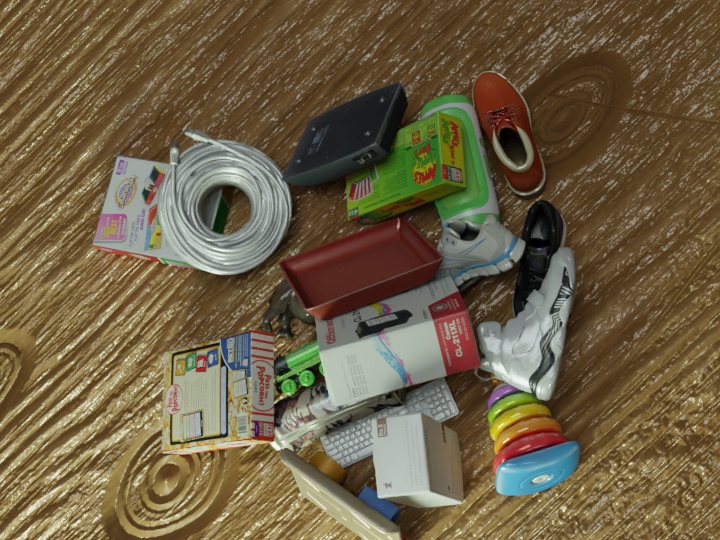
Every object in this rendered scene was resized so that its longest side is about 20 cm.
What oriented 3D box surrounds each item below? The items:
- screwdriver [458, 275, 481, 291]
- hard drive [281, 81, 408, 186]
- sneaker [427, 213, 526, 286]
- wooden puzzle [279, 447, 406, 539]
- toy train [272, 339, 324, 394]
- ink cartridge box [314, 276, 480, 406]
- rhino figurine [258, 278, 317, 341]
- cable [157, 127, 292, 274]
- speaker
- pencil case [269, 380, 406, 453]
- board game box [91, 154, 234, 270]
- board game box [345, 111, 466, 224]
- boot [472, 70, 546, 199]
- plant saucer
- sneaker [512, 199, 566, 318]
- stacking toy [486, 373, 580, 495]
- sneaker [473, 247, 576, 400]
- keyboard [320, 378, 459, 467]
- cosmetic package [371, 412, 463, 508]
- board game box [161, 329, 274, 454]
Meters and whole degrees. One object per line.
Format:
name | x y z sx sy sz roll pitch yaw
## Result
screwdriver | 0.147 0.022 1.619 0.199 0.029 0.028 -35 74 20
hard drive | -0.020 -0.191 1.680 0.199 0.042 0.136 -16 42 44
sneaker | 0.129 -0.028 1.596 0.199 0.087 0.075 -26 24 40
wooden puzzle | -0.010 0.306 1.529 0.184 0.200 0.046 32 73 22
toy train | -0.036 0.112 1.628 0.198 0.042 0.057 -26 90 3
ink cartridge box | 0.044 0.091 1.524 0.198 0.146 0.084 -15 108 0
rhino figurine | -0.043 0.065 1.673 0.198 0.060 0.089 11 84 15
cable | -0.201 -0.093 1.724 0.198 0.069 0.202 14 81 -7
speaker | 0.141 -0.145 1.657 0.087 0.088 0.202 -15 72 13
pencil case | -0.035 0.188 1.623 0.198 0.089 0.078 -26 99 9
board game box | -0.305 -0.090 1.803 0.198 0.040 0.155 11 79 19
board game box | 0.060 -0.142 1.647 0.199 0.047 0.103 -19 70 46
boot | 0.206 -0.209 1.643 0.074 0.107 0.202 -25 69 11
plant saucer | 0.000 0.000 1.611 0.198 0.200 0.037 -21 113 -7
sneaker | 0.239 0.004 1.587 0.075 0.088 0.203 -1 76 16
stacking toy | 0.207 0.189 1.552 0.115 0.110 0.202 -16 60 -4
sneaker | 0.216 0.061 1.521 0.114 0.075 0.202 11 85 13
keyboard | 0.040 0.217 1.635 0.198 0.011 0.057 -26 70 9
cosmetic package | 0.077 0.250 1.512 0.073 0.200 0.103 -9 74 14
board game box | -0.206 0.177 1.657 0.199 0.046 0.153 -14 71 41
